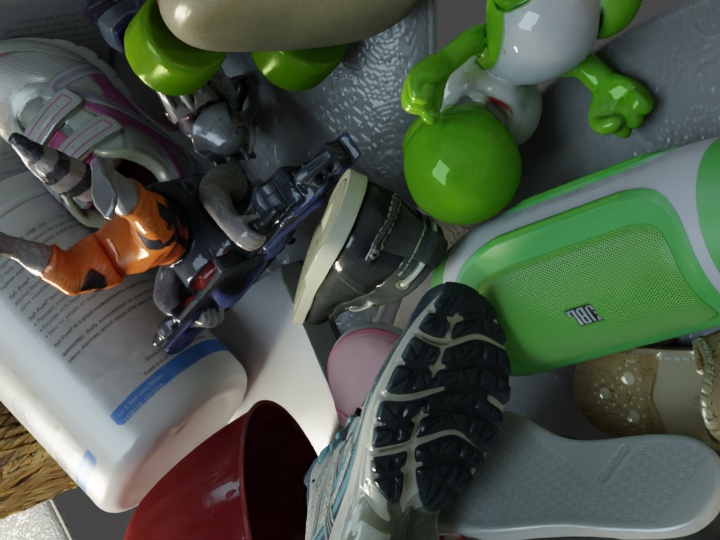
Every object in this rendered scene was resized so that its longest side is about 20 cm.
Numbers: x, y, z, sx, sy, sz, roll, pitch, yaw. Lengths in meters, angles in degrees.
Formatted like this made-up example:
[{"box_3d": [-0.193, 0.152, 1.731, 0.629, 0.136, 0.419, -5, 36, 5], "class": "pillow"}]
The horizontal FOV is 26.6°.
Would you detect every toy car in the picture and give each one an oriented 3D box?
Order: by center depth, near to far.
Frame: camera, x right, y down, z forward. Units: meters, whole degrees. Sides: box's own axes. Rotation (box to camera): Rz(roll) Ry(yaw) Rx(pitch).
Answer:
[{"box_3d": [-0.056, -0.223, 0.833, 0.164, 0.156, 0.202, -36, 66, 51], "class": "toy car"}]

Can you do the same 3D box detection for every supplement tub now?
[{"box_3d": [-0.183, 0.047, 1.004, 0.200, 0.132, 0.132, 45, 133, 13], "class": "supplement tub"}]

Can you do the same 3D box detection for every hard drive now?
[{"box_3d": [-0.075, 0.090, 1.043, 0.199, 0.026, 0.133, -31, 81, 47], "class": "hard drive"}]

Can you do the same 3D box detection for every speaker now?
[{"box_3d": [0.126, -0.003, 0.754, 0.199, 0.088, 0.089, -21, 89, 48], "class": "speaker"}]

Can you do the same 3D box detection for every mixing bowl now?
[{"box_3d": [-0.076, 0.189, 0.905, 0.107, 0.200, 0.202, -18, 91, 11], "class": "mixing bowl"}]

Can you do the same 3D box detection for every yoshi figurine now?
[{"box_3d": [0.079, -0.095, 0.758, 0.113, 0.112, 0.201, 48, 137, 14], "class": "yoshi figurine"}]

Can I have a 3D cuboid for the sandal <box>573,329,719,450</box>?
[{"box_3d": [0.176, 0.064, 0.735, 0.211, 0.069, 0.079, -9, 98, 48], "class": "sandal"}]

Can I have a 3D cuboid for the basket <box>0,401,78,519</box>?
[{"box_3d": [-0.264, 0.092, 1.112, 0.150, 0.199, 0.143, 59, 138, 13], "class": "basket"}]

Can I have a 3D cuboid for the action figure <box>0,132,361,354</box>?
[{"box_3d": [-0.098, -0.041, 0.873, 0.200, 0.193, 0.105, -42, 66, 29], "class": "action figure"}]

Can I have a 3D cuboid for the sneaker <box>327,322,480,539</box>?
[{"box_3d": [0.035, 0.124, 0.869, 0.075, 0.105, 0.202, -29, 85, 18], "class": "sneaker"}]

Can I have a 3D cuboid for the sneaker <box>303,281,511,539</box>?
[{"box_3d": [0.007, 0.097, 0.772, 0.086, 0.077, 0.202, 26, 99, 53], "class": "sneaker"}]

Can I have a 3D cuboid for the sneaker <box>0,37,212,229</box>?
[{"box_3d": [-0.173, -0.081, 0.984, 0.199, 0.088, 0.082, 31, 111, 1], "class": "sneaker"}]

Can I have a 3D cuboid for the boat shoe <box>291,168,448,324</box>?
[{"box_3d": [0.000, 0.000, 0.867, 0.200, 0.067, 0.073, 132, 155, -75], "class": "boat shoe"}]

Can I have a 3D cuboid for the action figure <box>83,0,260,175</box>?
[{"box_3d": [-0.113, -0.138, 0.943, 0.201, 0.069, 0.131, 54, 168, 34], "class": "action figure"}]

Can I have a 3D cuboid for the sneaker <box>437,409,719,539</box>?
[{"box_3d": [0.114, 0.126, 0.794, 0.198, 0.099, 0.071, 0, 59, 40], "class": "sneaker"}]

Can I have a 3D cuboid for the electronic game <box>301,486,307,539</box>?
[{"box_3d": [0.012, 0.217, 0.902, 0.041, 0.200, 0.202, -22, 87, 6], "class": "electronic game"}]

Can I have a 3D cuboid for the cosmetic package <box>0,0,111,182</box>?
[{"box_3d": [-0.240, -0.111, 1.089, 0.071, 0.101, 0.202, 30, 123, 37], "class": "cosmetic package"}]
